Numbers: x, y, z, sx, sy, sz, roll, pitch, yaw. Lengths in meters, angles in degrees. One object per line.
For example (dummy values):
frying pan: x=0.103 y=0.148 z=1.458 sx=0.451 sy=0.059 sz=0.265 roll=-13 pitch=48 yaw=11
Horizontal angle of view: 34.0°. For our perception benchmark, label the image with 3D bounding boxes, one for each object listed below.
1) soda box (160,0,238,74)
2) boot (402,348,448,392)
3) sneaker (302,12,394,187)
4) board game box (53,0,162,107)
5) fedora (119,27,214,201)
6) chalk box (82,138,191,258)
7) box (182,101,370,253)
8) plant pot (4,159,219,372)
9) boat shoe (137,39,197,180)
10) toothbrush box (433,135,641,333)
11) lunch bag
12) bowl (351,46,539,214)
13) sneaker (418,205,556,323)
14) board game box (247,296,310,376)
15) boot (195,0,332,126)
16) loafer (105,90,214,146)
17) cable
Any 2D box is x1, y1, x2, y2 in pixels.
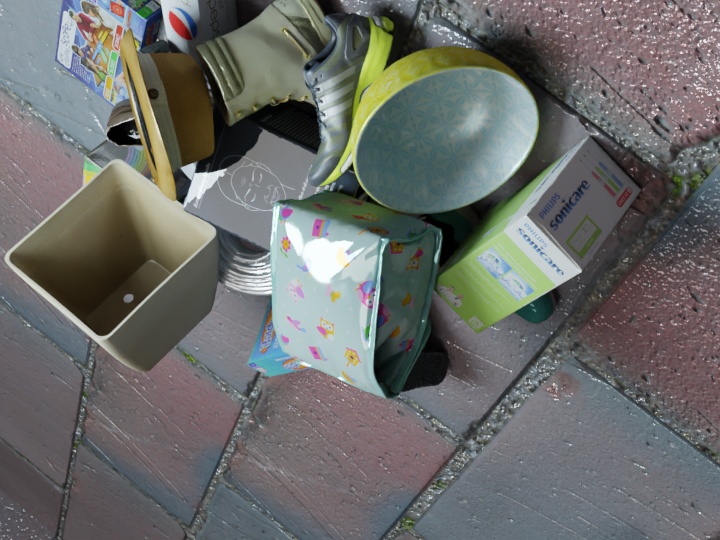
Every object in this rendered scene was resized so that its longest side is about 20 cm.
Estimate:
soda box: x=-0.193 y=-0.333 z=1.388 sx=0.064 sy=0.068 sz=0.200 roll=26 pitch=143 yaw=23
boot: x=-0.004 y=0.113 z=1.629 sx=0.200 sy=0.066 sz=0.165 roll=15 pitch=178 yaw=35
sneaker: x=-0.030 y=-0.190 z=1.295 sx=0.081 sy=0.200 sz=0.074 roll=14 pitch=-170 yaw=-16
board game box: x=-0.342 y=-0.315 z=1.579 sx=0.135 sy=0.034 sz=0.200 roll=39 pitch=145 yaw=5
fedora: x=-0.212 y=-0.182 z=1.334 sx=0.201 sy=0.082 sz=0.201 roll=164 pitch=90 yaw=-77
chalk box: x=-0.280 y=-0.102 z=1.672 sx=0.200 sy=0.124 sz=0.124 roll=37 pitch=145 yaw=9
box: x=-0.091 y=-0.109 z=1.431 sx=0.200 sy=0.107 sz=0.149 roll=26 pitch=117 yaw=8
plant pot: x=-0.302 y=0.016 z=1.540 sx=0.200 sy=0.200 sz=0.177 roll=35 pitch=158 yaw=26
boat shoe: x=-0.223 y=-0.192 z=1.465 sx=0.069 sy=0.057 sz=0.200 roll=29 pitch=151 yaw=50
toothbrush box: x=0.185 y=-0.035 z=1.276 sx=0.086 sy=0.146 sz=0.200 roll=44 pitch=145 yaw=-3
lunch bag: x=-0.011 y=0.029 z=1.309 sx=0.170 sy=0.122 sz=0.200 roll=19 pitch=114 yaw=35
bowl: x=0.078 y=-0.167 z=1.252 sx=0.200 sy=0.200 sz=0.108 roll=89 pitch=167 yaw=-47
sneaker: x=0.143 y=0.002 z=1.411 sx=0.200 sy=0.080 sz=0.071 roll=43 pitch=145 yaw=-2
board game box: x=-0.063 y=0.058 z=1.609 sx=0.045 sy=0.152 sz=0.200 roll=32 pitch=152 yaw=-29
boot: x=-0.084 y=-0.200 z=1.342 sx=0.200 sy=0.155 sz=0.072 roll=62 pitch=166 yaw=-22
loafer: x=-0.255 y=-0.189 z=1.576 sx=0.200 sy=0.071 sz=0.073 roll=-3 pitch=128 yaw=26
cable: x=-0.136 y=-0.061 z=1.560 sx=0.200 sy=0.069 sz=0.200 roll=-39 pitch=94 yaw=23
